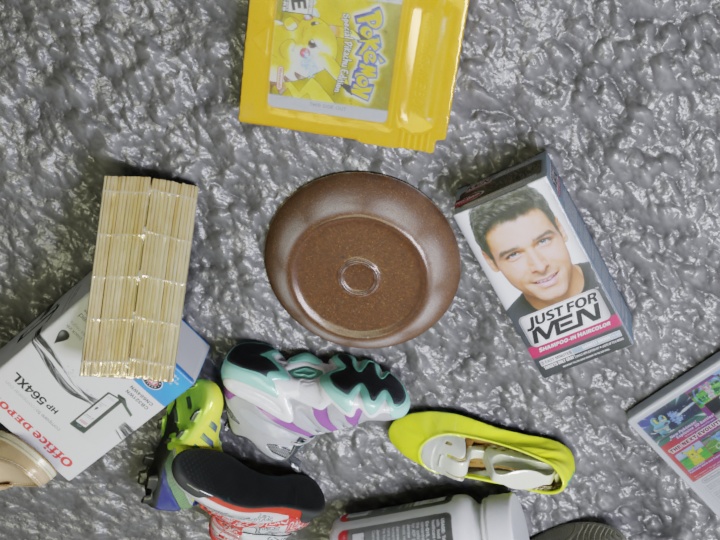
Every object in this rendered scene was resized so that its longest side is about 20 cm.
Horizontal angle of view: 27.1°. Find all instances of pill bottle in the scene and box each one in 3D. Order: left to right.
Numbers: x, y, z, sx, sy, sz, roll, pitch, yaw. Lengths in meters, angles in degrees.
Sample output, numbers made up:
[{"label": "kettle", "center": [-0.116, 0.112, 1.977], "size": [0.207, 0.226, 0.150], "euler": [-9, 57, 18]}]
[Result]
[{"label": "pill bottle", "center": [0.076, 0.303, 1.592], "size": [0.199, 0.114, 0.114], "euler": [-12, 116, 14]}]

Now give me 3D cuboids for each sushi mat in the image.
[{"label": "sushi mat", "center": [-0.217, 0.008, 1.462], "size": [0.095, 0.012, 0.201], "euler": [7, 91, -18]}]

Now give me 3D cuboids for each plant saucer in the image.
[{"label": "plant saucer", "center": [0.000, 0.000, 1.482], "size": [0.199, 0.037, 0.201], "euler": [3, 119, 5]}]

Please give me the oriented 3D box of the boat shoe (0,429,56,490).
[{"label": "boat shoe", "center": [-0.404, 0.210, 1.586], "size": [0.199, 0.069, 0.074], "euler": [4, 140, 41]}]

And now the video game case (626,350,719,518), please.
[{"label": "video game case", "center": [0.405, 0.156, 1.521], "size": [0.200, 0.023, 0.182], "euler": [-37, 108, 25]}]

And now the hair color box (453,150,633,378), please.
[{"label": "hair color box", "center": [0.178, -0.003, 1.442], "size": [0.099, 0.061, 0.201], "euler": [-23, 113, 19]}]

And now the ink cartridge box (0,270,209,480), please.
[{"label": "ink cartridge box", "center": [-0.280, 0.104, 1.549], "size": [0.200, 0.084, 0.146], "euler": [-39, 108, 23]}]

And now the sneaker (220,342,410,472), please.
[{"label": "sneaker", "center": [-0.049, 0.157, 1.558], "size": [0.199, 0.078, 0.141], "euler": [13, 122, 12]}]

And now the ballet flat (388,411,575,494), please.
[{"label": "ballet flat", "center": [0.126, 0.194, 1.553], "size": [0.199, 0.067, 0.067], "euler": [11, 120, 2]}]

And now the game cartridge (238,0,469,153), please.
[{"label": "game cartridge", "center": [-0.007, -0.204, 1.373], "size": [0.199, 0.032, 0.177], "euler": [10, 120, 4]}]

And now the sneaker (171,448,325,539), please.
[{"label": "sneaker", "center": [-0.142, 0.253, 1.584], "size": [0.201, 0.067, 0.108], "euler": [19, 130, -41]}]

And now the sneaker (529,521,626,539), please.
[{"label": "sneaker", "center": [0.219, 0.346, 1.628], "size": [0.199, 0.075, 0.106], "euler": [-23, 118, 28]}]

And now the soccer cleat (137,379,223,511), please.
[{"label": "soccer cleat", "center": [-0.175, 0.184, 1.586], "size": [0.083, 0.065, 0.201], "euler": [6, 134, -25]}]
